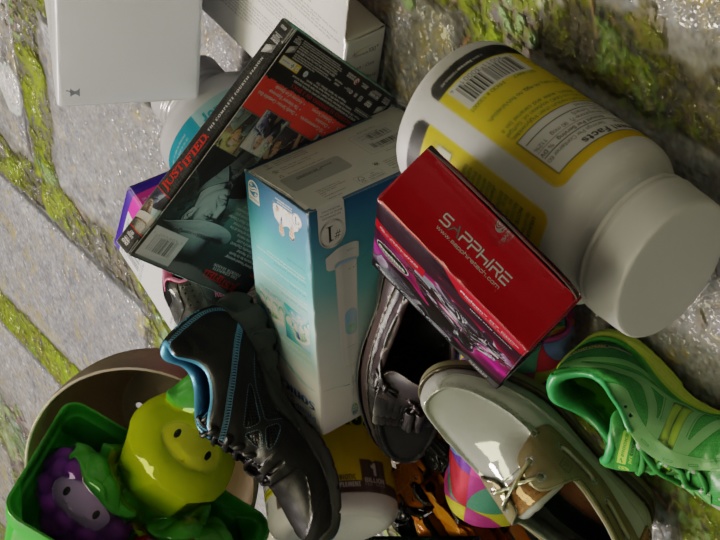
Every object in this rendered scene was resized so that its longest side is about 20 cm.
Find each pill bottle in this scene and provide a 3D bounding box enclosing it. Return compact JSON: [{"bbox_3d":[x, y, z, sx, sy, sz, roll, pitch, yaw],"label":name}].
[{"bbox_3d":[-0.094,-0.088,1.333,0.200,0.110,0.111,50,147,24],"label":"pill bottle"},{"bbox_3d":[0.124,-0.051,1.007,0.200,0.113,0.115,41,143,36],"label":"pill bottle"},{"bbox_3d":[-0.034,0.119,1.331,0.109,0.108,0.202,126,140,-57],"label":"pill bottle"}]

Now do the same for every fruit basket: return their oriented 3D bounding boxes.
[{"bbox_3d":[-0.163,0.180,1.265,0.213,0.156,0.218,9,128,12],"label":"fruit basket"}]

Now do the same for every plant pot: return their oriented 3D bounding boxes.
[{"bbox_3d":[-0.177,0.149,1.395,0.135,0.198,0.203,-74,-28,-69],"label":"plant pot"}]

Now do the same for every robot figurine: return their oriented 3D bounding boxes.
[{"bbox_3d":[0.088,0.220,1.321,0.201,0.058,0.145,57,149,12],"label":"robot figurine"}]

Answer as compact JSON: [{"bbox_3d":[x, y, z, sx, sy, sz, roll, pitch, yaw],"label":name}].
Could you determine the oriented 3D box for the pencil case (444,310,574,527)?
[{"bbox_3d":[0.109,0.098,1.178,0.088,0.088,0.202,40,143,36],"label":"pencil case"}]

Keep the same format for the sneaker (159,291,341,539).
[{"bbox_3d":[-0.083,0.122,1.209,0.202,0.081,0.073,63,150,1],"label":"sneaker"}]

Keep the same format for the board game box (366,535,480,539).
[{"bbox_3d":[0.062,0.286,1.325,0.199,0.028,0.137,-17,97,61],"label":"board game box"}]

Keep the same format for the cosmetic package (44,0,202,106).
[{"bbox_3d":[-0.196,-0.273,1.284,0.201,0.121,0.201,99,163,-45],"label":"cosmetic package"}]

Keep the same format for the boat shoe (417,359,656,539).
[{"bbox_3d":[0.122,0.137,1.105,0.199,0.069,0.075,34,127,-10],"label":"boat shoe"}]

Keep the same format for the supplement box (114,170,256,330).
[{"bbox_3d":[-0.129,0.010,1.470,0.201,0.103,0.101,56,150,17],"label":"supplement box"}]

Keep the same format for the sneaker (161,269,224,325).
[{"bbox_3d":[-0.133,-0.006,1.319,0.096,0.078,0.200,62,-176,-26],"label":"sneaker"}]

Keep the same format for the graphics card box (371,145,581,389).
[{"bbox_3d":[0.066,0.004,0.996,0.125,0.051,0.200,45,173,6],"label":"graphics card box"}]

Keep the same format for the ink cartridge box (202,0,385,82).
[{"bbox_3d":[-0.057,-0.232,1.234,0.200,0.044,0.177,45,145,30],"label":"ink cartridge box"}]

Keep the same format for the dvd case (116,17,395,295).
[{"bbox_3d":[-0.074,-0.076,1.179,0.022,0.146,0.201,42,100,33],"label":"dvd case"}]

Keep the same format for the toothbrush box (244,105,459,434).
[{"bbox_3d":[0.000,0.000,1.214,0.085,0.145,0.202,34,139,43],"label":"toothbrush box"}]

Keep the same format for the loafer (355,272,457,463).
[{"bbox_3d":[0.038,0.060,1.166,0.063,0.071,0.202,-113,25,-61],"label":"loafer"}]

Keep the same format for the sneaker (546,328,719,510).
[{"bbox_3d":[0.199,0.115,1.039,0.199,0.083,0.075,36,139,40],"label":"sneaker"}]
